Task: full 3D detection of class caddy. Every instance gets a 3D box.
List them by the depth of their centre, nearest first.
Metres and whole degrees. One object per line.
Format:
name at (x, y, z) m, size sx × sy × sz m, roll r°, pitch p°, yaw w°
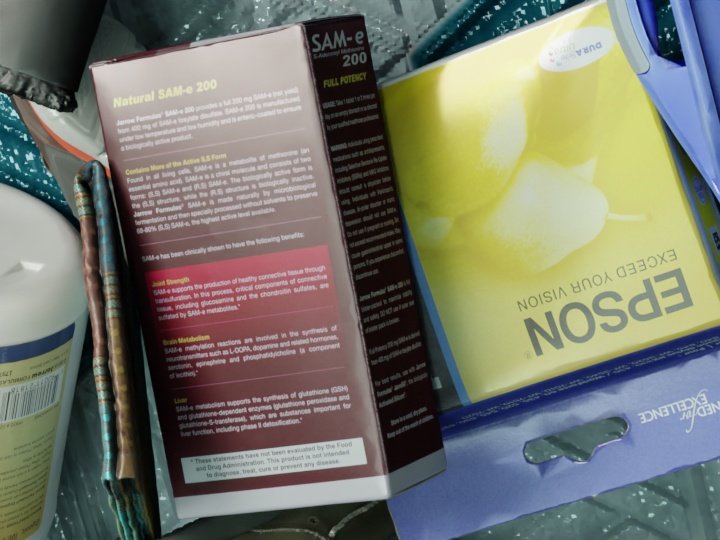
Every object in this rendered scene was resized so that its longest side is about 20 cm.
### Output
caddy at (0.149, -0.115, 1.098) m, size 0.105 × 0.141 × 0.200 m, roll -13°, pitch 106°, yaw 11°

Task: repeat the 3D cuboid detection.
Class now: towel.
towel at (-0.109, 0.051, 1.240) m, size 0.022 × 0.200 × 0.147 m, roll -7°, pitch 71°, yaw -3°

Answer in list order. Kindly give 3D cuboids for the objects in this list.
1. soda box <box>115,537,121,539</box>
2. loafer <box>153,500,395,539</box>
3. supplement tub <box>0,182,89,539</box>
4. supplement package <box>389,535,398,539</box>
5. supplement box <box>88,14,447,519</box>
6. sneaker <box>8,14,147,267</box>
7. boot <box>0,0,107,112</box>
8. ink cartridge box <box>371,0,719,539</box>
soda box at (-0.178, 0.210, 1.456) m, size 0.200 × 0.063 × 0.068 m, roll -30°, pitch 97°, yaw 32°
loafer at (-0.030, 0.137, 1.275) m, size 0.070 × 0.200 × 0.075 m, roll 53°, pitch 142°, yaw 16°
supplement tub at (-0.213, 0.068, 1.362) m, size 0.144 × 0.144 × 0.200 m, roll 22°, pitch 119°, yaw 16°
supplement package at (0.046, 0.209, 1.312) m, size 0.200 × 0.120 × 0.121 m, roll 7°, pitch 117°, yaw 23°
supplement box at (-0.038, -0.001, 1.178) m, size 0.109 × 0.061 × 0.200 m, roll -8°, pitch 96°, yaw 28°
sneaker at (-0.099, -0.036, 1.320) m, size 0.200 × 0.077 × 0.082 m, roll 57°, pitch 153°, yaw -11°
boot at (-0.114, -0.148, 1.222) m, size 0.198 × 0.073 × 0.163 m, roll 22°, pitch 87°, yaw 23°
ink cartridge box at (0.061, 0.006, 1.187) m, size 0.198 × 0.047 × 0.200 m, roll -20°, pitch 87°, yaw 26°
